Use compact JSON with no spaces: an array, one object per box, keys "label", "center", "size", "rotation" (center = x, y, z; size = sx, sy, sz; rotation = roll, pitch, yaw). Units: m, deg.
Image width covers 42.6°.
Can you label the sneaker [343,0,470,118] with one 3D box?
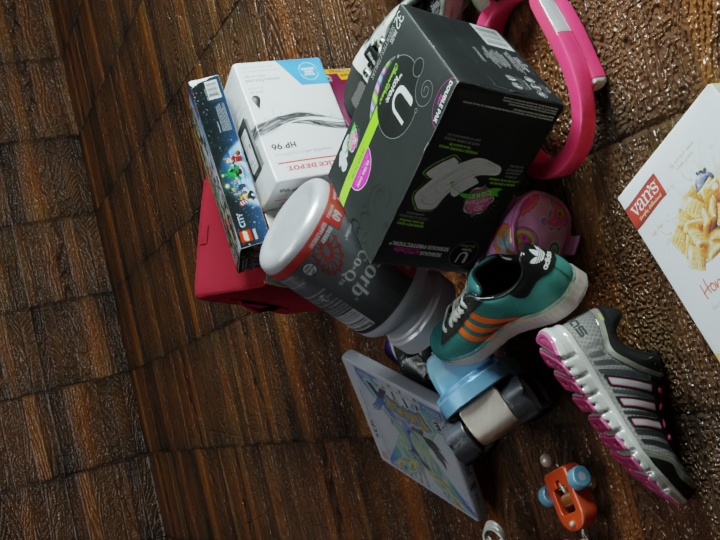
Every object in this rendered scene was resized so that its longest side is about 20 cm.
[{"label":"sneaker","center":[0.035,-0.240,1.011],"size":[0.074,0.089,0.201],"rotation":[39,120,2]}]

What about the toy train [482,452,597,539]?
[{"label":"toy train","center":[0.213,0.287,0.990],"size":[0.152,0.055,0.201],"rotation":[66,147,26]}]

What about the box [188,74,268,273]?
[{"label":"box","center":[-0.156,-0.109,1.091],"size":[0.137,0.037,0.202],"rotation":[128,125,-75]}]

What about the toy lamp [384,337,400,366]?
[{"label":"toy lamp","center":[0.032,0.063,1.250],"size":[0.200,0.058,0.059],"rotation":[52,143,43]}]

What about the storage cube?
[{"label":"storage cube","center":[-0.108,-0.045,1.274],"size":[0.179,0.169,0.203],"rotation":[-9,74,50]}]

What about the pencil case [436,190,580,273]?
[{"label":"pencil case","center":[0.139,-0.037,0.978],"size":[0.199,0.086,0.089],"rotation":[0,100,62]}]

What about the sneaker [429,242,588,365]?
[{"label":"sneaker","center":[0.122,0.028,0.894],"size":[0.199,0.080,0.072],"rotation":[-35,27,46]}]

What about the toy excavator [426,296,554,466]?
[{"label":"toy excavator","center":[0.117,0.094,1.017],"size":[0.099,0.194,0.201],"rotation":[-36,75,14]}]

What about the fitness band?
[{"label":"fitness band","center":[0.172,-0.189,0.908],"size":[0.202,0.037,0.144],"rotation":[70,155,18]}]

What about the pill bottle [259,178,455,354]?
[{"label":"pill bottle","center":[0.000,0.000,0.999],"size":[0.116,0.199,0.116],"rotation":[-45,24,27]}]

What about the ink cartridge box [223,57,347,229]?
[{"label":"ink cartridge box","center":[-0.073,-0.142,1.067],"size":[0.068,0.115,0.202],"rotation":[-51,56,56]}]

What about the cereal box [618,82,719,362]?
[{"label":"cereal box","center":[0.296,-0.025,0.721],"size":[0.202,0.039,0.144],"rotation":[64,150,26]}]

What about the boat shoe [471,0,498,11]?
[{"label":"boat shoe","center":[0.108,-0.341,0.947],"size":[0.060,0.072,0.203],"rotation":[-33,47,14]}]

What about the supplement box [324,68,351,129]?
[{"label":"supplement box","center":[0.020,-0.154,1.130],"size":[0.201,0.109,0.086],"rotation":[60,147,32]}]

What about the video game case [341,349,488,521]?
[{"label":"video game case","center":[0.065,0.203,1.156],"size":[0.199,0.022,0.184],"rotation":[21,139,51]}]

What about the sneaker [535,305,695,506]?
[{"label":"sneaker","center":[0.248,0.115,0.832],"size":[0.201,0.087,0.074],"rotation":[54,175,4]}]

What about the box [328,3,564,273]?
[{"label":"box","center":[0.073,-0.122,0.894],"size":[0.201,0.123,0.149],"rotation":[-64,35,32]}]

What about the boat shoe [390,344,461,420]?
[{"label":"boat shoe","center":[0.086,0.122,1.143],"size":[0.068,0.071,0.203],"rotation":[-156,50,-67]}]
